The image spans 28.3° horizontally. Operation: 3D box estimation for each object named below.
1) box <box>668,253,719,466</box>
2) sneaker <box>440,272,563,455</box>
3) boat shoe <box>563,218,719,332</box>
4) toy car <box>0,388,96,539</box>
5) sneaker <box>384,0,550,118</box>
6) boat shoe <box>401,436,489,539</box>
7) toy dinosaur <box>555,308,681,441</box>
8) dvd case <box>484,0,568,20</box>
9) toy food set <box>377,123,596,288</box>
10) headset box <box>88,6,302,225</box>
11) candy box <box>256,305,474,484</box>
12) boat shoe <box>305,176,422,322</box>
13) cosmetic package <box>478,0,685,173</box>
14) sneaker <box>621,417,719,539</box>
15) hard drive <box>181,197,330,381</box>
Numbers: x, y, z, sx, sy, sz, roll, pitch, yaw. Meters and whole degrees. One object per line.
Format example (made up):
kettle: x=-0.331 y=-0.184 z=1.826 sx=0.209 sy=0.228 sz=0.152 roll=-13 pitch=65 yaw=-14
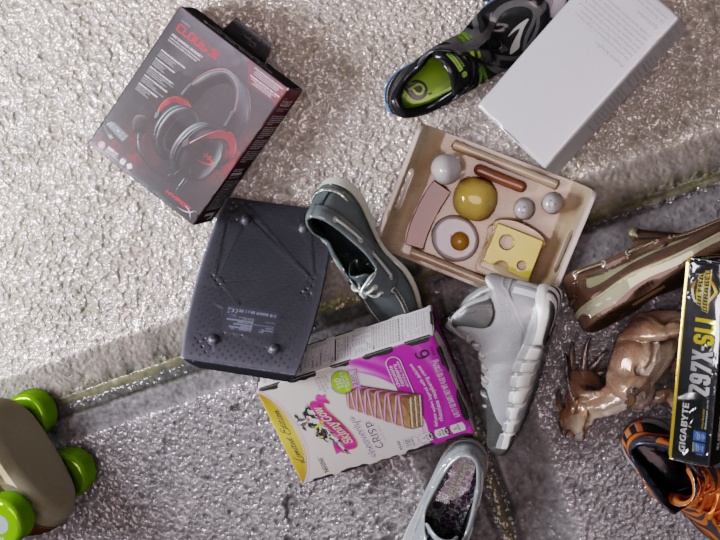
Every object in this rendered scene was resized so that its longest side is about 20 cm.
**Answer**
box: x=0.371 y=0.084 z=1.427 sx=0.049 sy=0.159 sz=0.201 roll=9 pitch=99 yaw=37
sneaker: x=0.134 y=0.090 z=1.501 sx=0.115 sy=0.075 sz=0.201 roll=19 pitch=113 yaw=12
boat shoe: x=0.301 y=-0.016 z=1.471 sx=0.201 sy=0.075 sz=0.075 roll=-28 pitch=69 yaw=1
toy car: x=-0.424 y=0.248 z=1.580 sx=0.200 sy=0.164 sz=0.158 roll=-34 pitch=90 yaw=23
sneaker: x=0.112 y=-0.215 z=1.468 sx=0.199 sy=0.083 sz=0.071 roll=-33 pitch=105 yaw=13
boat shoe: x=0.084 y=0.277 z=1.536 sx=0.070 sy=0.072 sz=0.202 roll=19 pitch=99 yaw=6
toy dinosaur: x=0.285 y=0.091 z=1.486 sx=0.200 sy=0.135 sz=0.086 roll=-46 pitch=125 yaw=-11
dvd case: x=0.135 y=-0.358 z=1.483 sx=0.199 sy=0.025 sz=0.151 roll=17 pitch=99 yaw=7
toy food set: x=0.129 y=-0.052 z=1.499 sx=0.199 sy=0.060 sz=0.144 roll=22 pitch=99 yaw=6
headset box: x=-0.169 y=-0.173 z=1.525 sx=0.148 sy=0.075 sz=0.200 roll=38 pitch=101 yaw=4
candy box: x=0.006 y=0.133 z=1.514 sx=0.199 sy=0.061 sz=0.137 roll=-18 pitch=119 yaw=11
boat shoe: x=0.000 y=0.000 z=1.493 sx=0.072 sy=0.062 sz=0.201 roll=-8 pitch=122 yaw=35
cosmetic package: x=0.225 y=-0.206 z=1.454 sx=0.102 sy=0.074 sz=0.200 roll=45 pitch=102 yaw=14
sneaker: x=0.350 y=0.236 z=1.469 sx=0.199 sy=0.112 sz=0.078 roll=34 pitch=100 yaw=4
hard drive: x=-0.104 y=0.021 z=1.504 sx=0.134 sy=0.042 sz=0.201 roll=8 pitch=60 yaw=8
